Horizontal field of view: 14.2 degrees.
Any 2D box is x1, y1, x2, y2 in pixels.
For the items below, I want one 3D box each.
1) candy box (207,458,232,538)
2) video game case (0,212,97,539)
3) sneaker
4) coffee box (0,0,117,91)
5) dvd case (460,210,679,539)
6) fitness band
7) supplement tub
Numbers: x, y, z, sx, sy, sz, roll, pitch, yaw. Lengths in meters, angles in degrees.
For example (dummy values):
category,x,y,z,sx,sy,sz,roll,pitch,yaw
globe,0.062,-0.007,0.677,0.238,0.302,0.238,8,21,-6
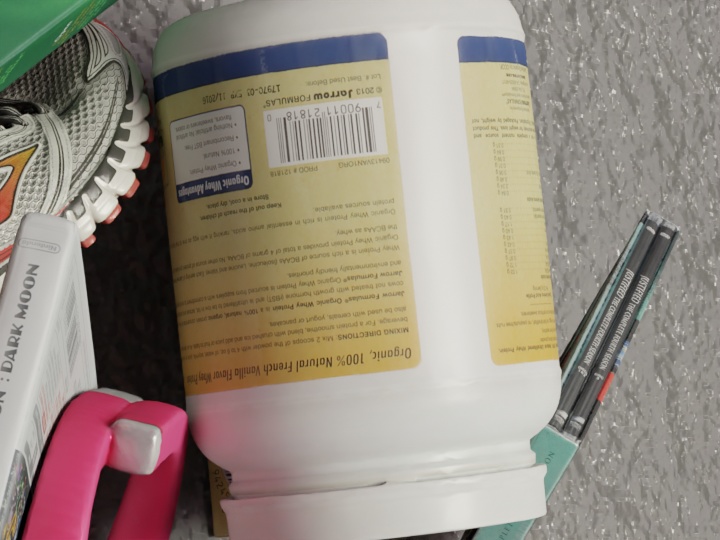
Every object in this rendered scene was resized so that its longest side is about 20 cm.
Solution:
category,x,y,z,sx,sy,sz,roll,pitch,yaw
candy box,-0.014,0.008,1.218,0.115,0.055,0.201,-2,86,-50
video game case,-0.123,0.100,0.994,0.200,0.023,0.183,98,4,-68
sneaker,-0.143,-0.028,1.043,0.082,0.078,0.200,56,45,-28
coffee box,-0.135,-0.142,1.063,0.123,0.044,0.200,45,44,-2
dvd case,0.078,0.074,1.239,0.022,0.146,0.200,30,32,4
fitness band,-0.095,0.116,1.024,0.200,0.037,0.144,-19,121,-87
supplement tub,0.000,0.000,1.094,0.144,0.144,0.201,-2,86,-52
